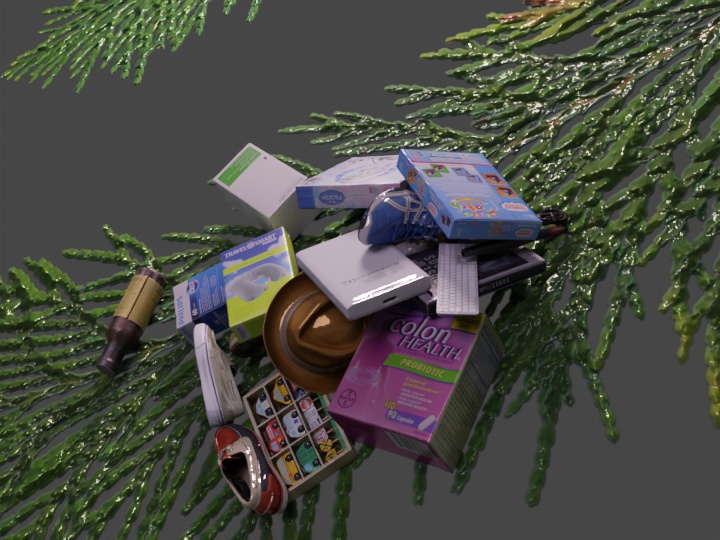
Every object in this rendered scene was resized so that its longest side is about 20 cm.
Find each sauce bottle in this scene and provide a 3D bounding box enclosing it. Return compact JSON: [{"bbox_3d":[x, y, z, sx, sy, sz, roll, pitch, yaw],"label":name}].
[{"bbox_3d":[-0.419,0.092,1.624,0.064,0.065,0.202,3,57,32],"label":"sauce bottle"}]

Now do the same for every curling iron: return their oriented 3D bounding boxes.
[{"bbox_3d":[0.229,-0.050,1.326,0.197,0.026,0.050,-22,43,-26],"label":"curling iron"}]

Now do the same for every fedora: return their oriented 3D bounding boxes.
[{"bbox_3d":[-0.044,0.085,1.328,0.201,0.200,0.082,-50,4,-14],"label":"fedora"}]

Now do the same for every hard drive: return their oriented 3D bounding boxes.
[{"bbox_3d":[0.000,0.000,1.305,0.130,0.027,0.200,-21,30,-17],"label":"hard drive"}]

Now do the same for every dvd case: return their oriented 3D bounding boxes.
[{"bbox_3d":[0.150,-0.004,1.319,0.197,0.025,0.150,-18,29,-18],"label":"dvd case"}]

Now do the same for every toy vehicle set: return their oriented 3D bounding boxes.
[{"bbox_3d":[-0.094,0.233,1.350,0.123,0.027,0.201,-34,46,2],"label":"toy vehicle set"}]

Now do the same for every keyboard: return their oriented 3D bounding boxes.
[{"bbox_3d":[0.136,0.009,1.259,0.055,0.011,0.201,-4,28,9],"label":"keyboard"}]

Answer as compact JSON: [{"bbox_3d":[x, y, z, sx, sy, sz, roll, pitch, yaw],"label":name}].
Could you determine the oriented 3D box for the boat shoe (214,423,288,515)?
[{"bbox_3d":[-0.174,0.286,1.313,0.200,0.062,0.072,41,108,50],"label":"boat shoe"}]

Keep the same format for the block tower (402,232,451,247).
[{"bbox_3d":[0.094,-0.075,1.463,0.197,0.054,0.058,8,60,35],"label":"block tower"}]

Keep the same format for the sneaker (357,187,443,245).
[{"bbox_3d":[0.082,-0.080,1.342,0.198,0.077,0.077,-23,49,-31],"label":"sneaker"}]

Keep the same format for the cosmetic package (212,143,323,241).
[{"bbox_3d":[-0.168,-0.142,1.648,0.108,0.085,0.199,-47,45,-12],"label":"cosmetic package"}]

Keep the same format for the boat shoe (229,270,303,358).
[{"bbox_3d":[-0.138,0.064,1.476,0.198,0.072,0.076,-33,58,-11],"label":"boat shoe"}]

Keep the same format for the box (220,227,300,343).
[{"bbox_3d":[-0.160,0.013,1.456,0.120,0.048,0.202,-22,43,4],"label":"box"}]

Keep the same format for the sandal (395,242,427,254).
[{"bbox_3d":[0.108,0.008,1.398,0.082,0.050,0.202,-29,32,-14],"label":"sandal"}]

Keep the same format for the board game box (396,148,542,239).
[{"bbox_3d":[0.157,-0.115,1.330,0.149,0.037,0.201,0,35,-24],"label":"board game box"}]

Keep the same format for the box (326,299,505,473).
[{"bbox_3d":[0.080,0.153,1.262,0.174,0.097,0.202,11,61,36],"label":"box"}]

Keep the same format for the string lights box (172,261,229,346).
[{"bbox_3d":[-0.226,0.036,1.559,0.198,0.059,0.104,-27,46,10],"label":"string lights box"}]

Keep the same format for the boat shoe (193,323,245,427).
[{"bbox_3d":[-0.232,0.168,1.466,0.061,0.073,0.202,-11,49,-11],"label":"boat shoe"}]

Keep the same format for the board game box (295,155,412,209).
[{"bbox_3d":[0.026,-0.150,1.498,0.196,0.044,0.199,0,20,31],"label":"board game box"}]
